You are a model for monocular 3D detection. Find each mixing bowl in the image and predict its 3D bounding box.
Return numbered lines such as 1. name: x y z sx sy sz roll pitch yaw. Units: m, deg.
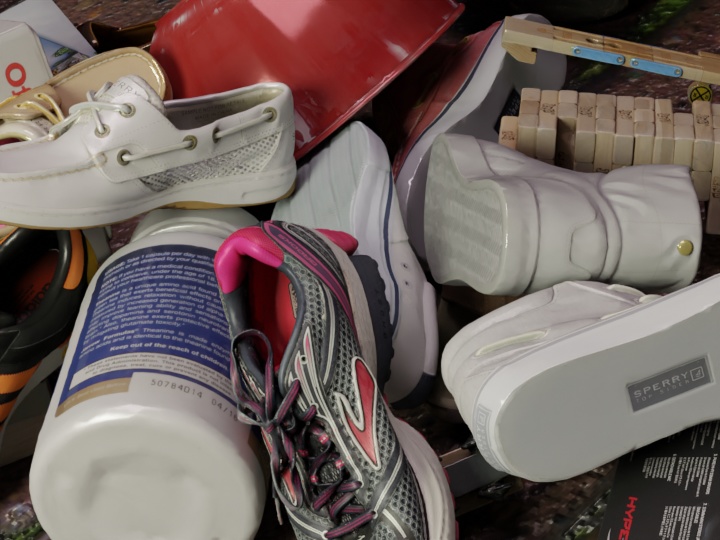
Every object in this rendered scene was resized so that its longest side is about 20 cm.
1. mixing bowl: -0.050 -0.131 1.212 0.200 0.108 0.200 -39 9 7

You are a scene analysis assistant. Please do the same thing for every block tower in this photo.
1. block tower: 0.171 -0.054 1.088 0.199 0.054 0.058 4 29 5

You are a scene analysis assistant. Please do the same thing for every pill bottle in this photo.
1. pill bottle: -0.091 0.051 1.038 0.111 0.111 0.200 -8 34 11

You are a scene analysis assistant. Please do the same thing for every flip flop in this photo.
1. flip flop: 0.074 0.005 1.080 0.081 0.058 0.200 -2 41 21

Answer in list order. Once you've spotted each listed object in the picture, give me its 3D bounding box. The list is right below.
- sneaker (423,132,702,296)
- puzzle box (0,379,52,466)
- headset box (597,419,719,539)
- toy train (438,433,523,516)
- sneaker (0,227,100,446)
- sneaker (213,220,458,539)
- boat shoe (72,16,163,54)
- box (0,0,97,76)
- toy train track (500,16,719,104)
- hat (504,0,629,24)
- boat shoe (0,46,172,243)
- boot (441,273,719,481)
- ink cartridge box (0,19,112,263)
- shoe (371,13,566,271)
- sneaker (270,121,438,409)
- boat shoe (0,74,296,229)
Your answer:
1. sneaker: 0.098 -0.023 1.005 0.115 0.074 0.200 1 12 -11
2. puzzle box: -0.266 0.085 1.142 0.200 0.025 0.133 -20 33 -6
3. headset box: 0.209 0.103 0.866 0.200 0.075 0.149 -2 35 21
4. toy train: 0.102 0.076 0.981 0.200 0.034 0.046 -21 -9 -9
5. sneaker: -0.202 0.053 1.055 0.070 0.090 0.200 27 67 16
6. sneaker: -0.020 0.074 0.935 0.081 0.075 0.200 -29 68 27
7. boat shoe: -0.178 -0.135 1.392 0.200 0.068 0.072 -10 33 10
8. box: -0.238 -0.073 1.289 0.200 0.038 0.137 -33 72 -24
9. toy train track: 0.176 -0.107 1.191 0.199 0.033 0.115 12 27 -1
10. hat: 0.133 -0.205 1.356 0.200 0.081 0.201 -12 25 6
11. boat shoe: -0.175 -0.056 1.109 0.200 0.074 0.069 -42 -1 -21
12. boot: 0.132 0.024 0.885 0.200 0.074 0.096 -14 23 -9
13. ink cartridge box: -0.258 -0.037 1.162 0.200 0.146 0.084 -28 22 -27
14. shoe: 0.043 -0.069 1.207 0.091 0.072 0.200 -11 37 41
15. sneaker: 0.000 0.000 1.077 0.073 0.071 0.200 -32 32 21
16. boat shoe: -0.120 -0.066 1.056 0.200 0.069 0.071 -10 26 -37
